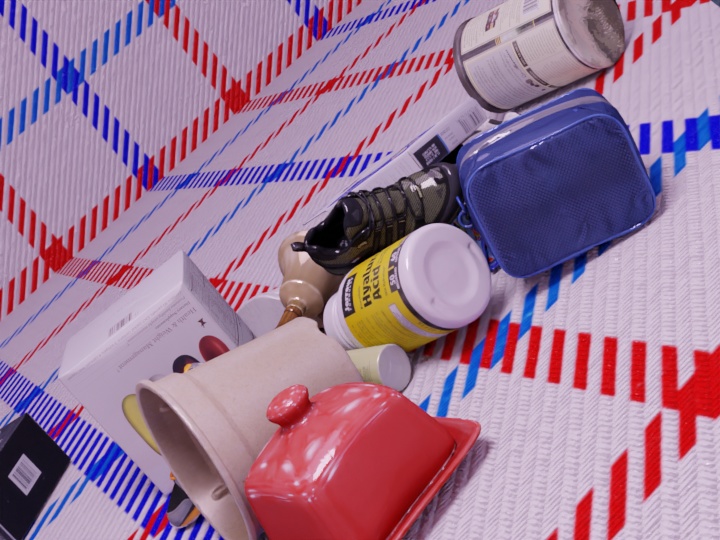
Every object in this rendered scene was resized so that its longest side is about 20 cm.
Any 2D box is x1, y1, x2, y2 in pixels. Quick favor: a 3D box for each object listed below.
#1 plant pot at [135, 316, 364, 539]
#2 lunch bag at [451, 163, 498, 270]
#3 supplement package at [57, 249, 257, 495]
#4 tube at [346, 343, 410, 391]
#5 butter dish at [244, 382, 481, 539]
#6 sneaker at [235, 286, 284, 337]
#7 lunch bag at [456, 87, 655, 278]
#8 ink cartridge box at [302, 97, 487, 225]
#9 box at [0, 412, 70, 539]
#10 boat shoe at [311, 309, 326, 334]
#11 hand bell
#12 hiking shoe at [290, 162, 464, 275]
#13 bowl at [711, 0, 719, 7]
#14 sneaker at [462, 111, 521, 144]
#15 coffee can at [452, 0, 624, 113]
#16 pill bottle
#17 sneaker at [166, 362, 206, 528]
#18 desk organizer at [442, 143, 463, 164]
[{"bbox_3d":[-0.096,0.148,1.275,0.183,0.201,0.200,-34,14,-22],"label":"plant pot"},{"bbox_3d":[0.188,-0.101,1.482,0.199,0.094,0.151,-31,21,-9],"label":"lunch bag"},{"bbox_3d":[-0.228,0.123,1.548,0.191,0.200,0.147,-38,18,4],"label":"supplement package"},{"bbox_3d":[-0.031,0.117,1.388,0.199,0.052,0.058,-15,73,45],"label":"tube"},{"bbox_3d":[-0.027,0.165,1.124,0.200,0.148,0.199,-47,20,-26],"label":"butter dish"},{"bbox_3d":[-0.077,0.041,1.696,0.199,0.076,0.089,-25,8,20],"label":"sneaker"},{"bbox_3d":[0.192,-0.091,1.313,0.199,0.136,0.132,-23,19,10],"label":"lunch bag"},{"bbox_3d":[0.045,-0.127,1.613,0.200,0.047,0.198,-35,6,39],"label":"ink cartridge box"},{"bbox_3d":[-0.548,0.334,1.829,0.182,0.104,0.200,-32,18,24],"label":"box"},{"bbox_3d":[-0.062,0.076,1.543,0.076,0.072,0.200,-35,18,12],"label":"boat shoe"},{"bbox_3d":[-0.080,0.054,1.430,0.104,0.104,0.200,-25,24,36],"label":"hand bell"},{"bbox_3d":[0.023,-0.056,1.376,0.199,0.076,0.101,-32,-17,19],"label":"hiking shoe"},{"bbox_3d":[0.486,-0.345,1.434,0.200,0.105,0.201,-34,17,12],"label":"bowl"},{"bbox_3d":[0.187,-0.156,1.655,0.080,0.074,0.200,-57,16,-9],"label":"sneaker"},{"bbox_3d":[0.251,-0.323,1.788,0.199,0.147,0.147,-18,26,47],"label":"coffee can"},{"bbox_3d":[0.042,0.032,1.362,0.111,0.111,0.200,-51,11,-35],"label":"pill bottle"},{"bbox_3d":[-0.182,0.189,1.398,0.078,0.077,0.201,-109,38,-76],"label":"sneaker"},{"bbox_3d":[0.076,-0.069,1.620,0.199,0.077,0.072,-35,17,11],"label":"desk organizer"}]
